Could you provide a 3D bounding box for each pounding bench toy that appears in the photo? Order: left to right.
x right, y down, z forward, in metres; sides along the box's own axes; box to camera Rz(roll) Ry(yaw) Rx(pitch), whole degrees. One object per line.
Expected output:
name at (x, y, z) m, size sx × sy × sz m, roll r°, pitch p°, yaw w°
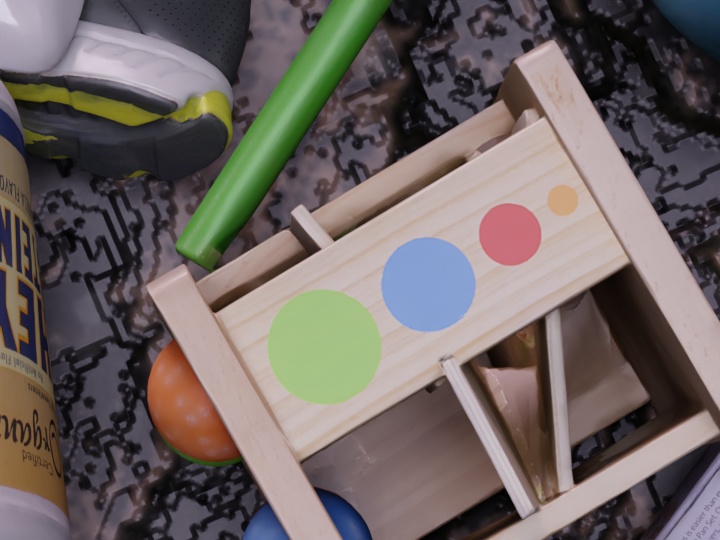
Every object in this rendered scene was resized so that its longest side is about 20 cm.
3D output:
pounding bench toy at (0.000, 0.000, 0.917) m, size 0.156 × 0.124 × 0.201 m, roll -30°, pitch 87°, yaw -4°

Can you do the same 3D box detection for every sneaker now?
sneaker at (-0.127, -0.090, 0.957) m, size 0.199 × 0.075 × 0.085 m, roll 17°, pitch 60°, yaw 4°

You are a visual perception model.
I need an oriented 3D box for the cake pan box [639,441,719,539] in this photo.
cake pan box at (0.207, 0.080, 0.957) m, size 0.184 × 0.052 × 0.200 m, roll 37°, pitch 85°, yaw -1°

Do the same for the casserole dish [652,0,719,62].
casserole dish at (0.132, -0.149, 0.946) m, size 0.039 × 0.121 × 0.201 m, roll 11°, pitch 84°, yaw 26°

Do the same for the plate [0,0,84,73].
plate at (-0.166, -0.168, 0.933) m, size 0.199 × 0.032 × 0.200 m, roll 13°, pitch 60°, yaw 0°

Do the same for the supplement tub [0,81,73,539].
supplement tub at (-0.158, 0.044, 0.868) m, size 0.144 × 0.145 × 0.201 m, roll -8°, pitch 70°, yaw -3°
